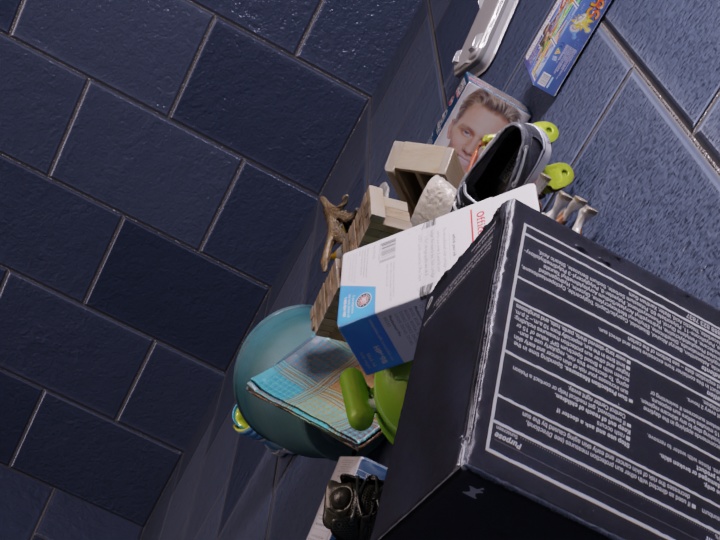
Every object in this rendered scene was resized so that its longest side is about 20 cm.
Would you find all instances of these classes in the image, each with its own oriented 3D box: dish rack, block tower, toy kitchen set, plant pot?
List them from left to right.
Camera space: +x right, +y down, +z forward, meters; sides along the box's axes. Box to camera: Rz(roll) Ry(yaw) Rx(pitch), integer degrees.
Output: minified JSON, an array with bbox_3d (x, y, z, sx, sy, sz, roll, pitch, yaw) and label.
[{"bbox_3d":[-0.049,0.162,1.548,0.202,0.198,0.187,-64,26,-3],"label":"plant pot"},{"bbox_3d":[0.000,0.000,1.348,0.054,0.057,0.201,-97,25,-49],"label":"block tower"},{"bbox_3d":[0.033,-0.025,1.405,0.202,0.161,0.181,-69,-27,-23],"label":"toy kitchen set"},{"bbox_3d":[0.220,-0.430,2.005,0.202,0.043,0.171,-67,11,-8],"label":"dish rack"}]

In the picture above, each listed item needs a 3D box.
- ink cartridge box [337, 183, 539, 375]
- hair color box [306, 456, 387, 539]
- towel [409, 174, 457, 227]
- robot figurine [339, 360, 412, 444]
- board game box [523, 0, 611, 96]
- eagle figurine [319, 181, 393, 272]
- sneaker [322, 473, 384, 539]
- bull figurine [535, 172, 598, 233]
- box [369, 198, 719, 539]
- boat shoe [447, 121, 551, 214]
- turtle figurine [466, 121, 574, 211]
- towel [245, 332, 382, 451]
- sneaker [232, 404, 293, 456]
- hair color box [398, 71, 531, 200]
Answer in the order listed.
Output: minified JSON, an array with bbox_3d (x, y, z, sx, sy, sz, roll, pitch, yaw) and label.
[{"bbox_3d":[0.082,0.008,1.054,0.198,0.067,0.117,-20,32,17],"label":"ink cartridge box"},{"bbox_3d":[-0.024,0.318,1.322,0.202,0.060,0.100,-67,10,-14],"label":"hair color box"},{"bbox_3d":[0.094,0.011,1.307,0.034,0.132,0.202,-12,-47,-50],"label":"towel"},{"bbox_3d":[0.070,0.120,1.135,0.200,0.173,0.117,89,168,-73],"label":"robot figurine"},{"bbox_3d":[0.278,-0.334,1.477,0.202,0.034,0.136,-60,10,23],"label":"board game box"},{"bbox_3d":[0.020,-0.030,1.614,0.150,0.199,0.153,19,79,52],"label":"eagle figurine"},{"bbox_3d":[0.031,0.233,1.145,0.200,0.113,0.077,-52,17,43],"label":"sneaker"},{"bbox_3d":[0.179,-0.020,1.132,0.122,0.065,0.200,-60,12,12],"label":"bull figurine"},{"bbox_3d":[0.129,0.101,0.692,0.124,0.198,0.200,-53,15,45],"label":"box"},{"bbox_3d":[0.125,-0.066,1.209,0.067,0.072,0.201,3,-55,-56],"label":"boat shoe"},{"bbox_3d":[0.179,-0.080,1.290,0.161,0.063,0.203,130,143,-57],"label":"turtle figurine"},{"bbox_3d":[-0.024,0.137,1.391,0.146,0.199,0.022,-33,-51,-34],"label":"towel"},{"bbox_3d":[-0.174,0.274,2.068,0.080,0.129,0.200,-68,10,-17],"label":"sneaker"},{"bbox_3d":[0.139,-0.155,1.576,0.202,0.099,0.061,-61,9,20],"label":"hair color box"}]
